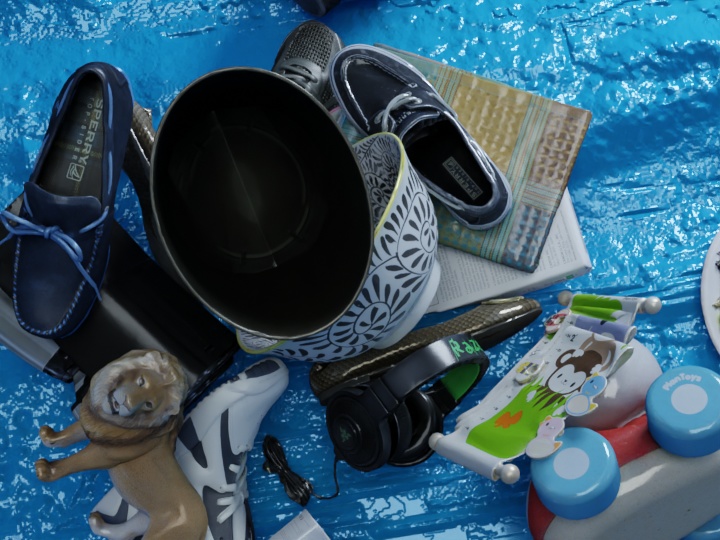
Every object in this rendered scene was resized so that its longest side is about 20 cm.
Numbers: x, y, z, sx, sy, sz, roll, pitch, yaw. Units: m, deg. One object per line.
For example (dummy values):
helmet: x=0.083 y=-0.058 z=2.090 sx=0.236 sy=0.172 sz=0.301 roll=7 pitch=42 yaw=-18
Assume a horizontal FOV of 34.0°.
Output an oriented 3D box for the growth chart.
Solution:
growth chart: x=0.139 y=0.081 z=0.876 sx=0.200 sy=0.145 sz=0.018 roll=-43 pitch=107 yaw=-23

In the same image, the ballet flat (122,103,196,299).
ballet flat: x=-0.165 y=-0.067 z=0.996 sx=0.046 sy=0.067 sz=0.200 roll=-16 pitch=69 yaw=-46

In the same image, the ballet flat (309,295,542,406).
ballet flat: x=0.051 y=0.057 z=0.967 sx=0.200 sy=0.067 sz=0.046 roll=-21 pitch=69 yaw=1

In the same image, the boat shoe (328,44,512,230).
boat shoe: x=0.042 y=-0.114 z=0.947 sx=0.072 sy=0.068 sz=0.200 roll=-41 pitch=74 yaw=6

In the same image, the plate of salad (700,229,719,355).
plate of salad: x=0.385 y=0.021 z=0.978 sx=0.200 sy=0.048 sz=0.200 roll=0 pitch=77 yaw=1

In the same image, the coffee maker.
coffee maker: x=-0.195 y=0.027 z=0.911 sx=0.200 sy=0.192 sz=0.135 roll=43 pitch=40 yaw=-1

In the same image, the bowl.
bowl: x=0.000 y=0.000 z=0.919 sx=0.094 sy=0.201 sz=0.201 roll=34 pitch=78 yaw=-22

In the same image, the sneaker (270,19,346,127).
sneaker: x=-0.063 y=-0.124 z=0.992 sx=0.080 sy=0.086 sz=0.200 roll=14 pitch=77 yaw=11

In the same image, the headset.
headset: x=0.010 y=0.112 z=0.930 sx=0.200 sy=0.123 sz=0.094 roll=-45 pitch=67 yaw=16

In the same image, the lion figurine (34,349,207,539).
lion figurine: x=-0.156 y=0.150 z=0.853 sx=0.122 sy=0.072 sz=0.200 roll=-19 pitch=119 yaw=4

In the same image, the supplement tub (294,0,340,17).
supplement tub: x=0.014 y=-0.313 z=1.031 sx=0.200 sy=0.107 sz=0.107 roll=-43 pitch=80 yaw=-9

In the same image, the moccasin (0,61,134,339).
moccasin: x=-0.212 y=-0.051 z=0.825 sx=0.080 sy=0.068 sz=0.200 roll=8 pitch=91 yaw=0

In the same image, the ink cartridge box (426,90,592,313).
ink cartridge box: x=0.078 y=-0.046 z=1.008 sx=0.200 sy=0.050 sz=0.161 roll=-19 pitch=76 yaw=15

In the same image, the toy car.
toy car: x=0.185 y=0.121 z=0.919 sx=0.177 sy=0.184 sz=0.200 roll=-28 pitch=47 yaw=-2

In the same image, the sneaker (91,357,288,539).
sneaker: x=-0.101 y=0.171 z=0.921 sx=0.199 sy=0.079 sz=0.130 roll=-44 pitch=87 yaw=3

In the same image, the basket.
basket: x=-0.078 y=-0.053 z=0.845 sx=0.136 sy=0.200 sz=0.180 roll=-23 pitch=101 yaw=-6

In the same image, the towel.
towel: x=0.075 y=-0.095 z=0.983 sx=0.200 sy=0.022 sz=0.147 roll=20 pitch=88 yaw=17

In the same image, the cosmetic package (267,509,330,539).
cosmetic package: x=-0.009 y=0.283 z=0.884 sx=0.083 sy=0.051 sz=0.200 roll=-38 pitch=101 yaw=-10
